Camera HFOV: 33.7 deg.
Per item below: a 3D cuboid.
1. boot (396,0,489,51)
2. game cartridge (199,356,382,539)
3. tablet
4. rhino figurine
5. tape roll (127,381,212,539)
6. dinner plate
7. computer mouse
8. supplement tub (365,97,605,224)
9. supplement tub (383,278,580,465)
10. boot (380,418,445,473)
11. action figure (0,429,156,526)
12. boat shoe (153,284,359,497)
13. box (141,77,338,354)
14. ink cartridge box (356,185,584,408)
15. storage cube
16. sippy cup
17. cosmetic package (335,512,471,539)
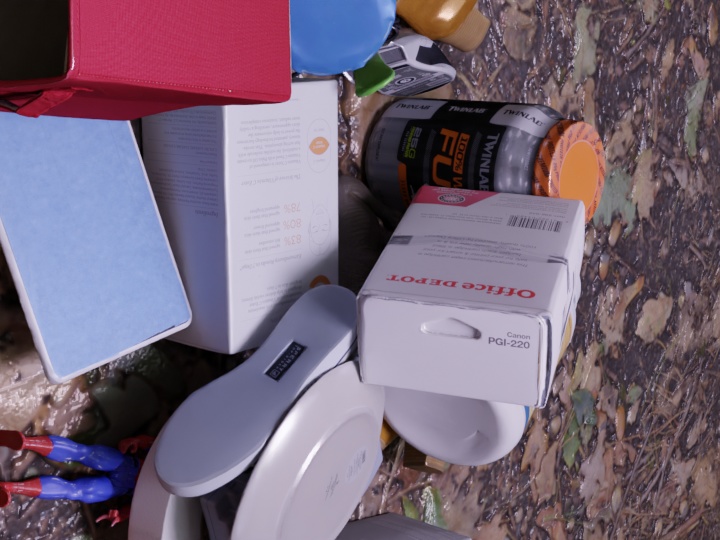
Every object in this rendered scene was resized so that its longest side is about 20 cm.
[{"bbox_3d":[0.092,-0.315,1.108,0.144,0.071,0.202,22,86,-53],"label":"boot"},{"bbox_3d":[-0.051,0.176,0.977,0.200,0.041,0.133,-42,130,-43],"label":"game cartridge"},{"bbox_3d":[-0.198,-0.034,0.844,0.130,0.014,0.200,-25,102,-43],"label":"tablet"},{"bbox_3d":[0.000,0.000,1.025,0.087,0.060,0.200,29,39,-42],"label":"rhino figurine"},{"bbox_3d":[-0.108,0.186,0.960,0.203,0.037,0.203,-25,120,-55],"label":"tape roll"},{"bbox_3d":[-0.031,0.164,0.912,0.200,0.024,0.200,-46,150,-37],"label":"dinner plate"},{"bbox_3d":[0.018,-0.192,1.057,0.200,0.110,0.044,1,74,-62],"label":"computer mouse"},{"bbox_3d":[0.114,-0.095,1.092,0.122,0.200,0.123,-12,106,-48],"label":"supplement tub"},{"bbox_3d":[0.112,0.063,1.093,0.200,0.144,0.145,-53,134,-41],"label":"supplement tub"},{"bbox_3d":[0.023,0.105,1.142,0.201,0.071,0.144,25,65,-40],"label":"boot"},{"bbox_3d":[-0.188,0.156,0.905,0.200,0.052,0.066,15,83,-53],"label":"action figure"},{"bbox_3d":[-0.070,0.103,0.894,0.202,0.075,0.086,-48,151,-27],"label":"boat shoe"},{"bbox_3d":[-0.092,-0.049,0.936,0.124,0.097,0.200,-13,107,-48],"label":"box"},{"bbox_3d":[0.093,0.014,0.941,0.200,0.145,0.085,-57,150,-59],"label":"ink cartridge box"},{"bbox_3d":[-0.163,-0.193,0.748,0.180,0.171,0.200,-2,91,-51],"label":"storage cube"},{"bbox_3d":[-0.034,-0.211,0.866,0.178,0.130,0.140,16,120,-24],"label":"sippy cup"},{"bbox_3d":[0.005,0.290,1.116,0.200,0.107,0.090,-3,100,-48],"label":"cosmetic package"}]
